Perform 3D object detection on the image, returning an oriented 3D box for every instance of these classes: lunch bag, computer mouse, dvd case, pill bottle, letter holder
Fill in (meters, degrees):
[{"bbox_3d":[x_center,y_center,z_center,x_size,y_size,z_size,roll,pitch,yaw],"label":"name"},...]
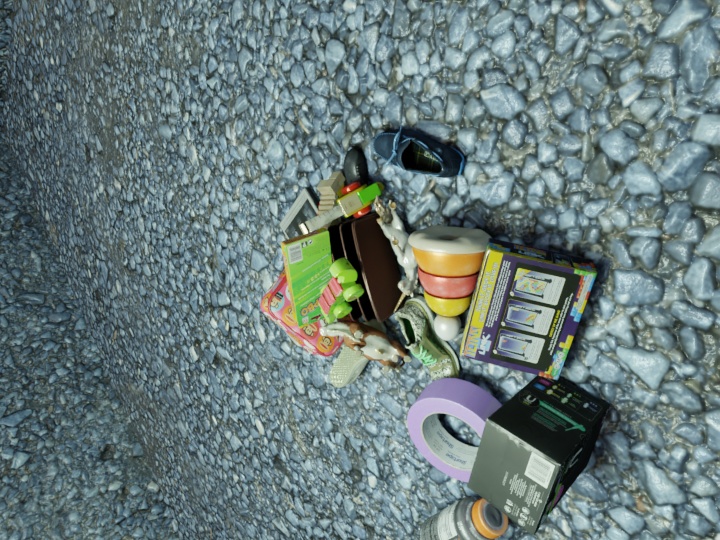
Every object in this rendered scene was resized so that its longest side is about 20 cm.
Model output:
[{"bbox_3d":[-0.101,0.073,1.190,0.200,0.177,0.082,42,159,-20],"label":"lunch bag"},{"bbox_3d":[-0.009,-0.153,1.131,0.058,0.034,0.202,6,108,43],"label":"computer mouse"},{"bbox_3d":[-0.108,-0.071,1.267,0.201,0.025,0.150,59,136,14],"label":"dvd case"},{"bbox_3d":[0.211,0.527,1.093,0.107,0.106,0.200,53,134,17],"label":"pill bottle"},{"bbox_3d":[0.000,0.000,1.076,0.100,0.142,0.202,-12,98,28],"label":"letter holder"}]

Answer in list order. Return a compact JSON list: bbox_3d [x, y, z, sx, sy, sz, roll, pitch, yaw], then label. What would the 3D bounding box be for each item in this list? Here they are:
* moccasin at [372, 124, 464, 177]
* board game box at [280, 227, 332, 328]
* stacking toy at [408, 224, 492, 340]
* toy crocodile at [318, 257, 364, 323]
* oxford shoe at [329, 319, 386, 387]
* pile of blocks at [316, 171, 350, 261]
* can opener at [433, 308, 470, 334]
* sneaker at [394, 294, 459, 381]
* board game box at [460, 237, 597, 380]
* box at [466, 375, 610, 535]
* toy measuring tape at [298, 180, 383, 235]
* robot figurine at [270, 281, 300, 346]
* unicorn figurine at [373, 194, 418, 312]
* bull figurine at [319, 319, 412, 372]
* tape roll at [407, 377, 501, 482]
[{"bbox_3d":[0.093,-0.218,0.978,0.199,0.068,0.081,21,118,39],"label":"moccasin"},{"bbox_3d":[-0.100,0.019,1.088,0.030,0.095,0.201,38,141,50],"label":"board game box"},{"bbox_3d":[0.153,0.029,0.941,0.145,0.145,0.202,15,111,41],"label":"stacking toy"},{"bbox_3d":[-0.047,0.044,1.037,0.068,0.061,0.200,59,150,18],"label":"toy crocodile"},{"bbox_3d":[-0.002,0.187,1.232,0.075,0.058,0.201,48,118,30],"label":"oxford shoe"},{"bbox_3d":[-0.061,-0.110,1.168,0.062,0.082,0.202,6,93,44],"label":"pile of blocks"},{"bbox_3d":[0.218,0.069,0.980,0.199,0.053,0.067,-22,56,47],"label":"can opener"},{"bbox_3d":[0.121,0.153,1.065,0.077,0.088,0.201,-34,80,46],"label":"sneaker"},{"bbox_3d":[0.262,0.063,0.865,0.164,0.057,0.202,14,117,9],"label":"board game box"},{"bbox_3d":[0.286,0.280,0.862,0.124,0.199,0.150,28,122,34],"label":"box"},{"bbox_3d":[-0.039,-0.124,1.067,0.074,0.199,0.074,49,159,26],"label":"toy measuring tape"},{"bbox_3d":[-0.146,0.102,1.301,0.200,0.113,0.170,45,165,24],"label":"robot figurine"},{"bbox_3d":[0.078,-0.041,1.037,0.073,0.138,0.202,-10,63,8],"label":"unicorn figurine"},{"bbox_3d":[0.014,0.151,1.116,0.066,0.199,0.121,-66,12,6],"label":"bull figurine"},{"bbox_3d":[0.190,0.307,1.033,0.199,0.066,0.202,20,128,28],"label":"tape roll"}]
